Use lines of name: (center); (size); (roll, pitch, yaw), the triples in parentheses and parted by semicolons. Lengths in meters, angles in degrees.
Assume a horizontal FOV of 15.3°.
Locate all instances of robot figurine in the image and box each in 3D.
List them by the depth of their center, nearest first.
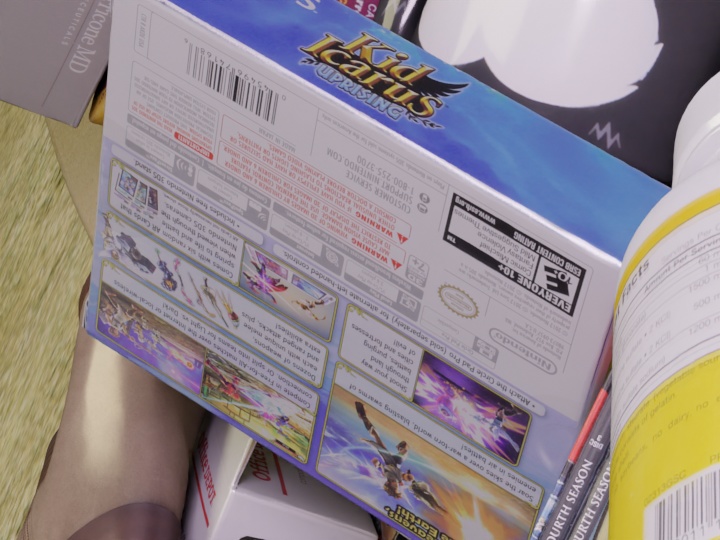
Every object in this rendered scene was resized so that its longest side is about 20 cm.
robot figurine: (0.084, -0.087, 0.941); (0.150, 0.125, 0.200); (-135, 65, -73)

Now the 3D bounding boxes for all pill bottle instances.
pill bottle: (0.118, 0.037, 0.668); (0.200, 0.112, 0.112); (-83, 19, -44)

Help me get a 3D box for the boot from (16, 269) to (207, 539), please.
boot: (-0.091, 0.079, 1.092); (0.146, 0.070, 0.200); (-97, 29, -52)

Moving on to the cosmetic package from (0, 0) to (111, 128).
cosmetic package: (-0.180, -0.145, 1.054); (0.107, 0.200, 0.090); (123, 165, -51)

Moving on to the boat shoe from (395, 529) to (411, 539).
boat shoe: (-0.007, 0.015, 1.029); (0.071, 0.200, 0.070); (-46, -4, 36)

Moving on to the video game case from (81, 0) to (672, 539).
video game case: (0.000, 0.000, 0.916); (0.045, 0.200, 0.181); (-45, -22, -38)

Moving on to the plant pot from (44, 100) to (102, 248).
plant pot: (-0.027, -0.069, 1.237); (0.200, 0.200, 0.177); (123, 152, -42)

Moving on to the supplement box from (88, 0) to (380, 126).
supplement box: (0.009, -0.080, 1.067); (0.131, 0.200, 0.103); (157, 133, -71)

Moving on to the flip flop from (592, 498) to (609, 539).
flip flop: (0.090, 0.121, 0.763); (0.200, 0.058, 0.081); (-70, -24, -14)

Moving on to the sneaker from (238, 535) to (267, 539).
sneaker: (-0.011, 0.121, 0.772); (0.200, 0.087, 0.074); (10, 84, 68)

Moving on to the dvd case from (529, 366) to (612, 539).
dvd case: (0.073, 0.079, 0.846); (0.200, 0.022, 0.146); (-65, -10, 16)

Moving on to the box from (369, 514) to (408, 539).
box: (-0.015, 0.175, 1.140); (0.110, 0.035, 0.200); (-109, 41, -69)

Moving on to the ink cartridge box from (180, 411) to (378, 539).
ink cartridge box: (-0.051, 0.132, 1.121); (0.116, 0.067, 0.200); (-115, 47, -72)
